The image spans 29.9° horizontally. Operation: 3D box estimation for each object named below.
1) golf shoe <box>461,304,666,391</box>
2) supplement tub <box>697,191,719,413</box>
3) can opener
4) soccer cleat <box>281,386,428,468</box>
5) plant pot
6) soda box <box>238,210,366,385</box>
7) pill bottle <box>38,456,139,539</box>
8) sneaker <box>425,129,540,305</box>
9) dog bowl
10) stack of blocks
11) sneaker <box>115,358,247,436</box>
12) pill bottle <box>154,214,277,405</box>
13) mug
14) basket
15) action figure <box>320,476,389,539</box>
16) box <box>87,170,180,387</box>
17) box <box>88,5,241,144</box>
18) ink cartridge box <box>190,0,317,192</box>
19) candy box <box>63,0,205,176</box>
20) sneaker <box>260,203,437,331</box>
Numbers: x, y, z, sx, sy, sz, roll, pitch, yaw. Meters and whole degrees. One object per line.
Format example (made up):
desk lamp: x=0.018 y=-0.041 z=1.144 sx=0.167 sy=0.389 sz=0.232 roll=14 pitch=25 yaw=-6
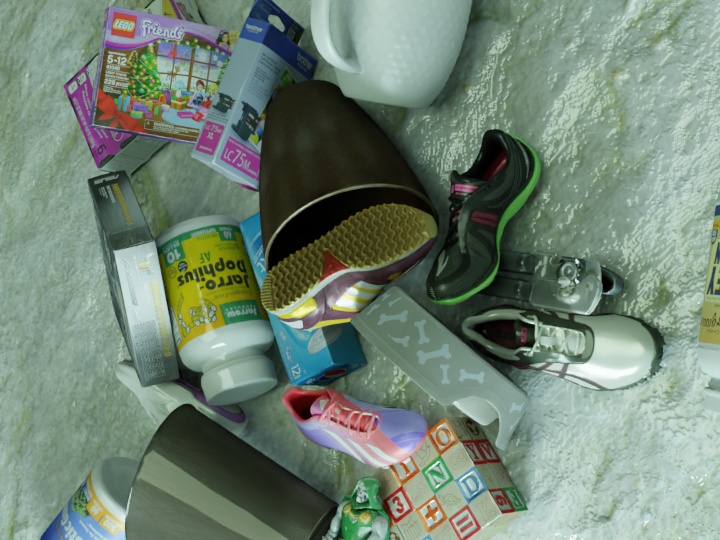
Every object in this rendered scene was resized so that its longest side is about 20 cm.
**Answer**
golf shoe: x=0.194 y=0.075 z=1.313 sx=0.200 sy=0.088 sz=0.077 roll=4 pitch=87 yaw=33
supplement tub: x=0.370 y=0.030 z=1.162 sx=0.144 sy=0.144 sz=0.200 roll=7 pitch=89 yaw=34
can opener: x=0.172 y=0.008 z=1.361 sx=0.200 sy=0.067 sz=0.053 roll=9 pitch=90 yaw=48
soccer cleat: x=-0.009 y=0.159 z=1.413 sx=0.200 sy=0.076 sz=0.067 roll=2 pitch=55 yaw=56
plant pot: x=-0.033 y=-0.102 z=1.445 sx=0.187 sy=0.187 sz=0.200 roll=-38 pitch=50 yaw=25
soda box: x=-0.065 y=0.026 z=1.503 sx=0.064 sy=0.068 sz=0.200 roll=-30 pitch=70 yaw=29
pill bottle: x=-0.323 y=0.330 z=1.625 sx=0.200 sy=0.112 sz=0.112 roll=-51 pitch=61 yaw=19
sneaker: x=0.109 y=-0.055 z=1.347 sx=0.077 sy=0.084 sz=0.200 roll=1 pitch=59 yaw=46
dog bowl: x=0.083 y=0.091 z=1.328 sx=0.200 sy=0.200 sz=0.059 roll=41 pitch=92 yaw=30
stack of blocks: x=0.061 y=0.255 z=1.402 sx=0.200 sy=0.059 sz=0.115 roll=-42 pitch=64 yaw=24
sneaker: x=-0.227 y=0.170 z=1.596 sx=0.200 sy=0.075 sz=0.100 roll=28 pitch=103 yaw=33
pill bottle: x=-0.163 y=0.047 z=1.542 sx=0.113 sy=0.113 sz=0.200 roll=-28 pitch=70 yaw=29
mug: x=0.023 y=-0.262 z=1.393 sx=0.148 sy=0.200 sz=0.176 roll=16 pitch=102 yaw=39
basket: x=-0.132 y=0.265 z=1.457 sx=0.200 sy=0.136 sz=0.180 roll=23 pitch=110 yaw=19
action figure: x=-0.014 y=0.308 z=1.385 sx=0.118 sy=0.055 sz=0.200 roll=15 pitch=91 yaw=37
box: x=-0.262 y=0.009 z=1.554 sx=0.158 sy=0.048 sz=0.200 roll=-123 pitch=23 yaw=-50
box: x=-0.203 y=-0.216 z=1.551 sx=0.039 sy=0.200 sz=0.137 roll=-171 pitch=89 yaw=-71
ink cartridge box: x=-0.111 y=-0.198 z=1.509 sx=0.042 sy=0.119 sz=0.200 roll=17 pitch=85 yaw=27
candy box: x=-0.265 y=-0.230 z=1.667 sx=0.200 sy=0.061 sz=0.136 roll=-37 pitch=66 yaw=25
sneaker: x=0.000 y=0.000 z=1.367 sx=0.200 sy=0.090 sz=0.075 roll=-24 pitch=55 yaw=22
